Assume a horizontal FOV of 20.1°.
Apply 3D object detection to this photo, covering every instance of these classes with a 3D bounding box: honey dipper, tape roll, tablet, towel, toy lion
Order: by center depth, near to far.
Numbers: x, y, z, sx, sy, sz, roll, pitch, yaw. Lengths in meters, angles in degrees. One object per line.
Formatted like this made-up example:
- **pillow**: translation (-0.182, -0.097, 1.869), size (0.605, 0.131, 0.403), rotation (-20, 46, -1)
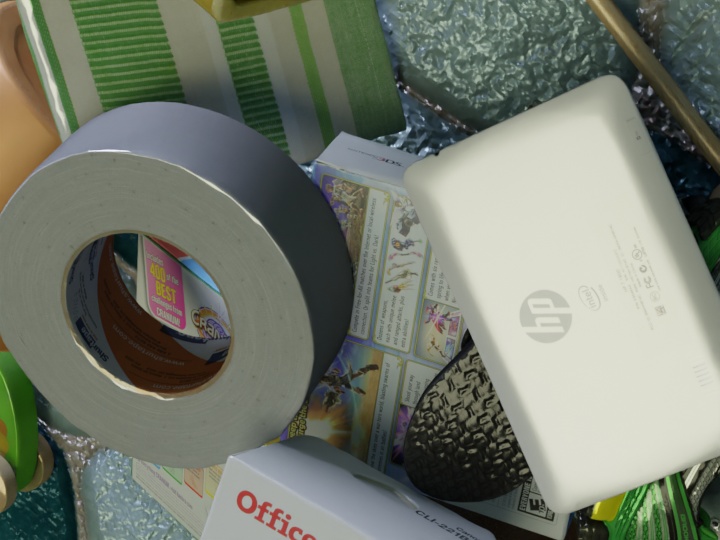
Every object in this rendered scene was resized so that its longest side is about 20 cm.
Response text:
- **tablet**: translation (0.115, 0.015, 1.045), size (0.130, 0.014, 0.201), rotation (-24, 91, 20)
- **honey dipper**: translation (0.170, -0.092, 1.111), size (0.200, 0.038, 0.038), rotation (51, 128, -2)
- **tape roll**: translation (-0.107, 0.010, 1.142), size (0.199, 0.066, 0.202), rotation (10, 121, 17)
- **towel**: translation (-0.085, -0.123, 1.176), size (0.199, 0.023, 0.153), rotation (-18, 111, -8)
- **toy lion**: translation (-0.324, 0.066, 1.470), size (0.199, 0.069, 0.193), rotation (8, 111, 26)

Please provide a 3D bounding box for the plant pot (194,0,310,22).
- **plant pot**: translation (-0.060, -0.272, 1.053), size (0.200, 0.195, 0.195), rotation (34, 122, 25)

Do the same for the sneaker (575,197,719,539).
- **sneaker**: translation (0.178, 0.057, 1.089), size (0.085, 0.078, 0.201), rotation (14, 104, -2)

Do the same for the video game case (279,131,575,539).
- **video game case**: translation (0.053, 0.039, 1.158), size (0.180, 0.045, 0.201), rotation (17, 123, 13)

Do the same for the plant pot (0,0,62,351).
- **plant pot**: translation (-0.221, -0.070, 1.262), size (0.140, 0.200, 0.200), rotation (-39, 93, 22)

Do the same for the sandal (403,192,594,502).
- **sandal**: translation (0.089, 0.042, 1.098), size (0.075, 0.045, 0.201), rotation (28, 111, 0)

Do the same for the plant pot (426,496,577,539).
- **plant pot**: translation (0.028, 0.237, 1.265), size (0.186, 0.200, 0.188), rotation (13, 121, 24)

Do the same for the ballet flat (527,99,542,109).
- **ballet flat**: translation (0.152, -0.014, 1.158), size (0.063, 0.067, 0.201), rotation (-20, 106, 7)

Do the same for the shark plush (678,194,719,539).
- **shark plush**: translation (0.202, 0.062, 1.122), size (0.083, 0.091, 0.201), rotation (-10, 116, 15)

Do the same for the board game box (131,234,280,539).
- **board game box**: translation (-0.090, 0.085, 1.315), size (0.153, 0.040, 0.201), rotation (36, 132, 40)

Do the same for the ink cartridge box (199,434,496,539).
- **ink cartridge box**: translation (-0.027, 0.212, 1.121), size (0.144, 0.084, 0.201), rotation (26, 105, 26)
